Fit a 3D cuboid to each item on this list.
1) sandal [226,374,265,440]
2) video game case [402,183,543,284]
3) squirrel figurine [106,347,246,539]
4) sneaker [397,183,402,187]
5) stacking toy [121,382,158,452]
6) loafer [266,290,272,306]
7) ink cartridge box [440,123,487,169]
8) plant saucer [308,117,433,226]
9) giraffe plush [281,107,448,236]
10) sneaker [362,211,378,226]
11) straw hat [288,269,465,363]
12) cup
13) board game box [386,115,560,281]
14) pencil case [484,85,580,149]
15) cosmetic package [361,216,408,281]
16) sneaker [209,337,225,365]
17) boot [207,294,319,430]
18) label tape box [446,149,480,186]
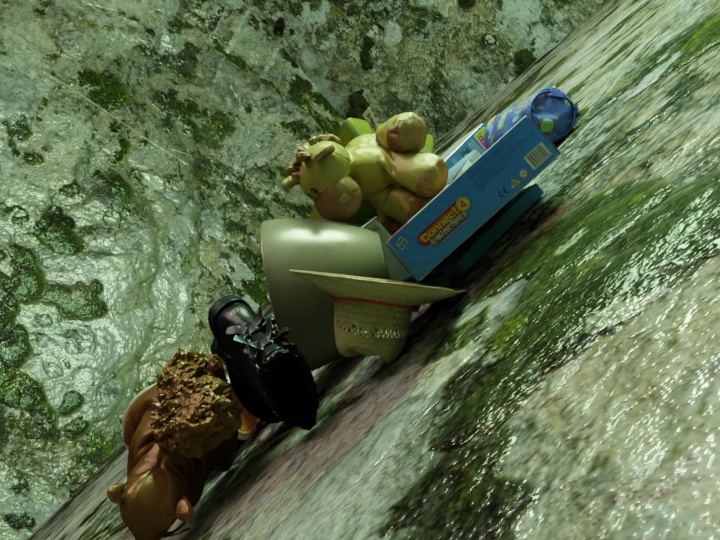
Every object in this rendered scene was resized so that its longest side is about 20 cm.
[{"bbox_3d":[-0.128,0.147,1.125,0.059,0.079,0.207,-29,13,30],"label":"sandal"},{"bbox_3d":[0.136,-0.040,1.029,0.143,0.018,0.200,-43,6,-16],"label":"video game case"},{"bbox_3d":[-0.211,0.195,0.907,0.187,0.140,0.201,-74,7,-66],"label":"squirrel figurine"},{"bbox_3d":[0.071,-0.123,1.206,0.070,0.099,0.200,-31,27,-15],"label":"sneaker"},{"bbox_3d":[-0.261,0.254,1.139,0.146,0.146,0.200,-42,22,-2],"label":"stacking toy"},{"bbox_3d":[-0.092,0.047,1.274,0.200,0.070,0.069,17,77,51],"label":"loafer"},{"bbox_3d":[0.160,-0.168,1.509,0.200,0.076,0.136,-43,5,-17],"label":"ink cartridge box"},{"bbox_3d":[0.029,-0.139,1.355,0.198,0.048,0.202,3,-62,-40],"label":"plant saucer"},{"bbox_3d":[-0.008,-0.128,1.065,0.161,0.200,0.173,-16,-36,-33],"label":"giraffe plush"},{"bbox_3d":[0.023,-0.012,1.376,0.088,0.074,0.201,-1,-43,-44],"label":"sneaker"},{"bbox_3d":[0.012,0.051,0.837,0.201,0.199,0.086,-176,92,-82],"label":"straw hat"},{"bbox_3d":[-0.033,0.019,1.035,0.142,0.202,0.200,-13,8,3],"label":"cup"},{"bbox_3d":[0.119,-0.075,0.934,0.200,0.056,0.196,-42,-1,1],"label":"board game box"},{"bbox_3d":[0.258,-0.224,1.248,0.200,0.077,0.088,169,119,-78],"label":"pencil case"},{"bbox_3d":[0.000,0.000,1.227,0.073,0.104,0.200,-43,4,-20],"label":"cosmetic package"},{"bbox_3d":[-0.193,0.117,1.257,0.090,0.070,0.200,-43,4,-8],"label":"sneaker"},{"bbox_3d":[-0.095,0.126,0.909,0.073,0.200,0.162,-33,33,-18],"label":"boot"},{"bbox_3d":[0.124,-0.094,1.271,0.144,0.063,0.200,-39,8,35],"label":"label tape box"}]
